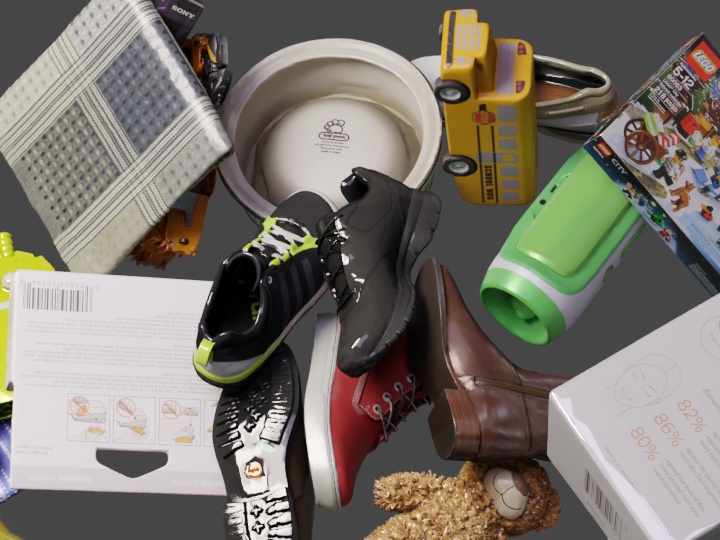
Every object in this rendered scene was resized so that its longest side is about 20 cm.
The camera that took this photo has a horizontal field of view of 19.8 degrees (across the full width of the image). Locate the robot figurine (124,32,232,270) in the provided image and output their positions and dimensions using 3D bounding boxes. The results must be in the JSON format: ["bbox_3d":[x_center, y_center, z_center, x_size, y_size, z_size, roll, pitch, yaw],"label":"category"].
[{"bbox_3d":[-0.155,-0.107,1.754,0.058,0.145,0.202,11,78,-20],"label":"robot figurine"}]

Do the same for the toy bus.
[{"bbox_3d":[0.106,-0.133,1.717,0.077,0.201,0.066,2,60,8],"label":"toy bus"}]

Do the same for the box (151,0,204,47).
[{"bbox_3d":[-0.205,-0.183,1.777,0.201,0.036,0.143,-55,28,20],"label":"box"}]

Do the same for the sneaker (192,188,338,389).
[{"bbox_3d":[-0.071,0.005,1.639,0.071,0.083,0.201,19,59,15],"label":"sneaker"}]

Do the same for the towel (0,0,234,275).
[{"bbox_3d":[-0.208,-0.114,1.704,0.200,0.034,0.193,-41,71,25],"label":"towel"}]

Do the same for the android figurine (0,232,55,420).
[{"bbox_3d":[-0.303,0.060,1.719,0.180,0.041,0.201,-12,62,-4],"label":"android figurine"}]

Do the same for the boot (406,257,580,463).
[{"bbox_3d":[0.142,0.081,1.637,0.198,0.064,0.188,6,56,-22],"label":"boot"}]

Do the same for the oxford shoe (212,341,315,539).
[{"bbox_3d":[-0.072,0.153,1.638,0.072,0.084,0.202,-8,62,17],"label":"oxford shoe"}]

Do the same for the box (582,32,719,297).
[{"bbox_3d":[0.296,-0.075,1.700,0.137,0.038,0.200,-44,95,-20],"label":"box"}]

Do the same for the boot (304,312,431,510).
[{"bbox_3d":[0.030,0.108,1.640,0.143,0.073,0.201,1,41,5],"label":"boot"}]

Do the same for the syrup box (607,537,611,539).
[{"bbox_3d":[0.248,0.194,1.581,0.081,0.079,0.200,29,67,19],"label":"syrup box"}]

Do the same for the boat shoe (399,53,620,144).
[{"bbox_3d":[0.129,-0.163,1.809,0.198,0.069,0.075,7,60,10],"label":"boat shoe"}]

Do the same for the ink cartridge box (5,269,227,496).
[{"bbox_3d":[-0.186,0.094,1.669,0.198,0.045,0.178,4,76,-15],"label":"ink cartridge box"}]

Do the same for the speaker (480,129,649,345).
[{"bbox_3d":[0.185,-0.035,1.719,0.088,0.089,0.200,31,67,22],"label":"speaker"}]

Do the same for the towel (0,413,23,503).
[{"bbox_3d":[-0.290,0.108,1.722,0.199,0.024,0.145,-33,63,-13],"label":"towel"}]

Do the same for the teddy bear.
[{"bbox_3d":[0.067,0.210,1.599,0.199,0.067,0.146,-22,62,-7],"label":"teddy bear"}]

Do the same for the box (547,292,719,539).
[{"bbox_3d":[0.259,0.122,1.513,0.199,0.107,0.153,-28,62,-11],"label":"box"}]

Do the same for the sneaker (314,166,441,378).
[{"bbox_3d":[0.000,0.000,1.635,0.090,0.076,0.201,29,43,-15],"label":"sneaker"}]

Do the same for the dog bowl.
[{"bbox_3d":[-0.025,-0.099,1.786,0.198,0.074,0.202,-3,59,5],"label":"dog bowl"}]
